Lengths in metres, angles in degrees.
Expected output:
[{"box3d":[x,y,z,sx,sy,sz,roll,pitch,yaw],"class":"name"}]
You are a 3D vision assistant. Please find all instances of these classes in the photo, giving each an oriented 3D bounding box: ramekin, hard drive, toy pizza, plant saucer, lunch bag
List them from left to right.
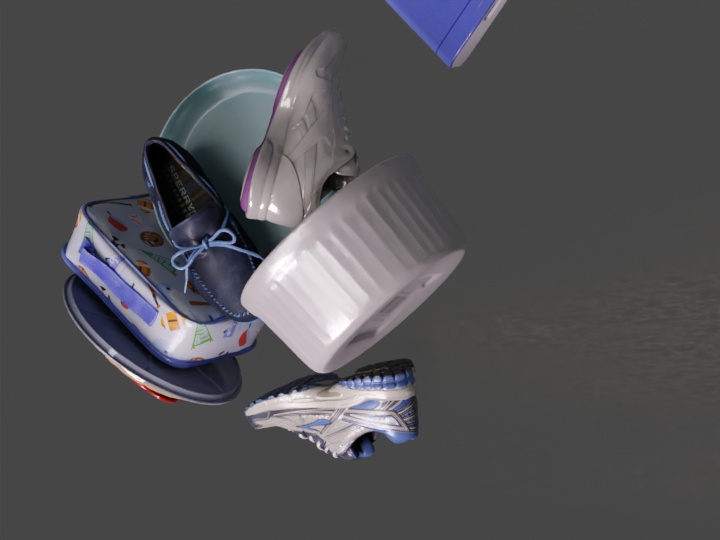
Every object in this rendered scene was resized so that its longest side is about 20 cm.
[{"box3d":[-0.204,0.070,1.822,0.200,0.200,0.032,43,110,23],"class":"toy pizza"},{"box3d":[-0.191,0.006,1.825,0.200,0.160,0.076,42,121,22],"class":"lunch bag"},{"box3d":[-0.107,-0.091,1.792,0.199,0.027,0.202,-3,83,22],"class":"plant saucer"},{"box3d":[0.000,0.000,1.660,0.098,0.200,0.201,50,124,10],"class":"ramekin"},{"box3d":[0.053,-0.296,1.663,0.200,0.025,0.132,48,124,20],"class":"hard drive"}]

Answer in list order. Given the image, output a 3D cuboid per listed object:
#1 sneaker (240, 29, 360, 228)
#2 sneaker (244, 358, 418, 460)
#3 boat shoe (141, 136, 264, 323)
[{"box3d":[-0.039,-0.123,1.711,0.099,0.075,0.201,18,69,1],"class":"sneaker"},{"box3d":[-0.028,0.143,1.784,0.199,0.077,0.086,-11,96,39],"class":"sneaker"},{"box3d":[-0.155,-0.036,1.748,0.084,0.069,0.200,-39,71,0],"class":"boat shoe"}]
